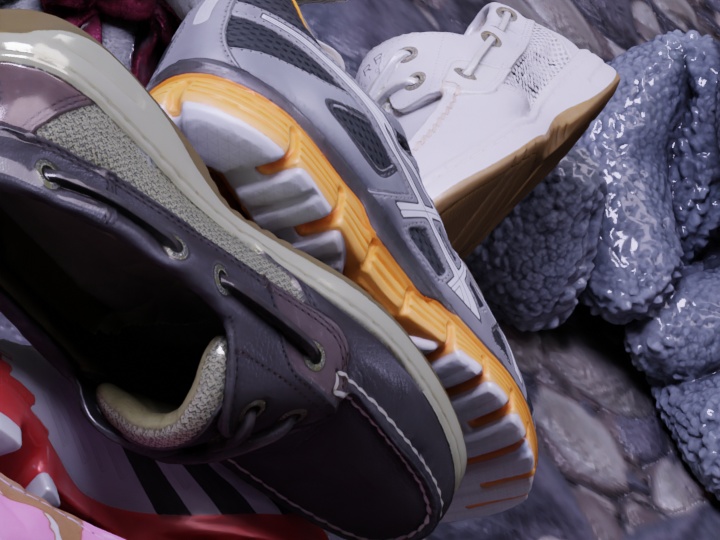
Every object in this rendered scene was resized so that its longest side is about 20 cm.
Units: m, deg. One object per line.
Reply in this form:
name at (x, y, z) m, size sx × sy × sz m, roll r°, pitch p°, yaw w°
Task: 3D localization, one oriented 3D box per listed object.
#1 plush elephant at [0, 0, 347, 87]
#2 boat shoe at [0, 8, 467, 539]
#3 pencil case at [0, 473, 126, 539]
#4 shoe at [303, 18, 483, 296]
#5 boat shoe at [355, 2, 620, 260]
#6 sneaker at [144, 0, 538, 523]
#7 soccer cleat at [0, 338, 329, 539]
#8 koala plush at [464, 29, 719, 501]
plush elephant at (-0.069, -0.081, 0.870) m, size 0.164 × 0.155 × 0.201 m, roll 25°, pitch 35°, yaw -33°
boat shoe at (-0.047, 0.019, 0.733) m, size 0.201 × 0.072 × 0.066 m, roll 47°, pitch 37°, yaw -32°
pencil case at (-0.068, 0.106, 0.703) m, size 0.200 × 0.083 × 0.087 m, roll 28°, pitch 35°, yaw -27°
shoe at (-0.011, -0.044, 1.008) m, size 0.070 × 0.053 × 0.201 m, roll 13°, pitch 42°, yaw -45°
boat shoe at (0.024, -0.045, 0.938) m, size 0.069 × 0.071 × 0.200 m, roll 40°, pitch 24°, yaw 4°
sneaker at (0.000, 0.000, 0.810) m, size 0.077 × 0.078 × 0.200 m, roll -81°, pitch 150°, yaw -43°
soccer cleat at (-0.089, 0.050, 0.775) m, size 0.200 × 0.069 × 0.085 m, roll 25°, pitch 25°, yaw -39°
koala plush at (0.161, -0.054, 1.097) m, size 0.177 × 0.200 × 0.184 m, roll 38°, pitch 29°, yaw -13°
